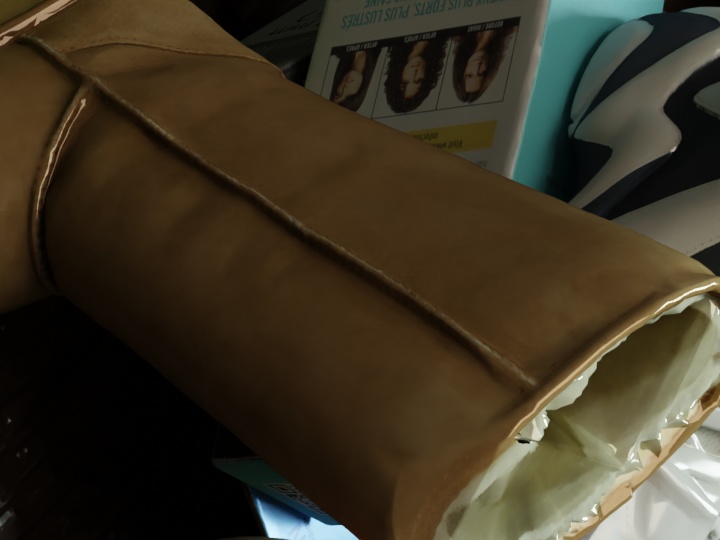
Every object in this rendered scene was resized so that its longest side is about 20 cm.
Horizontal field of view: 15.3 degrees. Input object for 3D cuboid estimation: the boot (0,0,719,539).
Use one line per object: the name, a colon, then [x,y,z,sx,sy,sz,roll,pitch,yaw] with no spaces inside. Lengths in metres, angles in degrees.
boot: [-0.046,0.011,0.591,0.175,0.200,0.066,-41,142,-20]

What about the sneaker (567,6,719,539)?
sneaker: [0.098,0.020,0.617,0.080,0.129,0.200,51,51,-33]

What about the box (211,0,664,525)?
box: [0.027,-0.035,0.702,0.049,0.082,0.201,32,63,-42]

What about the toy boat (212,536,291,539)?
toy boat: [-0.063,0.154,0.576,0.131,0.199,0.131,73,-4,-51]

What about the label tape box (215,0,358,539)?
label tape box: [0.000,0.000,0.777,0.200,0.063,0.145,-36,111,-44]
